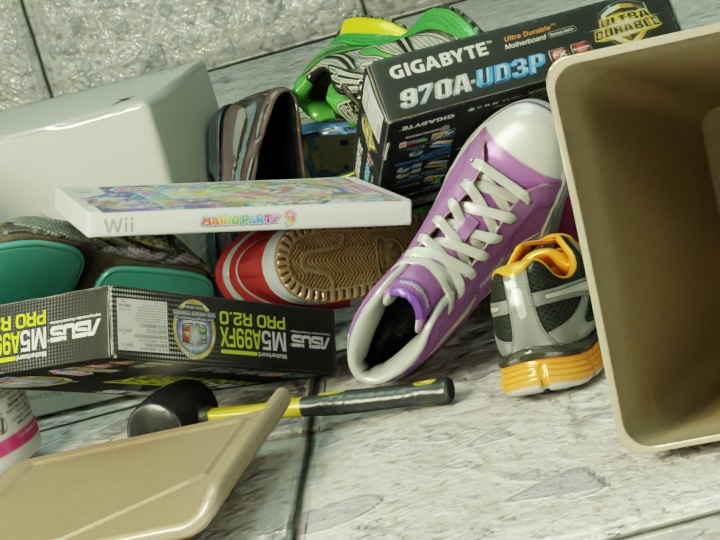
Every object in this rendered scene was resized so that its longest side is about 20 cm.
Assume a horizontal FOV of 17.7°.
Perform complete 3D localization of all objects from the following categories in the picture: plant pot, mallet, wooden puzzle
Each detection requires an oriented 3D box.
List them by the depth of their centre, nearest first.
[{"bbox_3d":[0.231,-0.032,1.191,0.199,0.200,0.177,-11,2,21],"label":"plant pot"},{"bbox_3d":[-0.144,0.132,1.294,0.200,0.037,0.185,-18,11,16],"label":"wooden puzzle"},{"bbox_3d":[-0.039,0.080,1.395,0.200,0.041,0.066,-8,9,11],"label":"mallet"}]

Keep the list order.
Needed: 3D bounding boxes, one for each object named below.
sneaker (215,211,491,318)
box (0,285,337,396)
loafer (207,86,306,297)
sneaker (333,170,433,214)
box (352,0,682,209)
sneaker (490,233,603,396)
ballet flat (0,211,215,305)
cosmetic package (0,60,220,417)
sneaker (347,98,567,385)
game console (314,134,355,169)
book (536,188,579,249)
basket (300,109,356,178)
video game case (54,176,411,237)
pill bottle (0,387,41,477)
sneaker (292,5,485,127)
[{"bbox_3d":[0.000,0.000,1.532,0.200,0.071,0.112,4,-8,-35],"label":"sneaker"},{"bbox_3d":[-0.137,0.047,1.444,0.160,0.044,0.200,-10,-12,39],"label":"box"},{"bbox_3d":[-0.064,-0.038,1.601,0.063,0.200,0.072,-30,-34,34],"label":"loafer"},{"bbox_3d":[0.063,-0.044,1.599,0.200,0.084,0.074,-14,10,-8],"label":"sneaker"},{"bbox_3d":[0.099,-0.106,1.489,0.200,0.046,0.159,-16,-19,-8],"label":"box"},{"bbox_3d":[0.121,0.012,1.386,0.078,0.077,0.200,-15,10,14],"label":"sneaker"},{"bbox_3d":[-0.187,-0.004,1.481,0.200,0.072,0.072,8,-7,-41],"label":"ballet flat"},{"bbox_3d":[-0.177,-0.025,1.647,0.165,0.200,0.165,-12,12,14],"label":"cosmetic package"},{"bbox_3d":[0.060,-0.011,1.394,0.201,0.073,0.114,-58,-5,12],"label":"sneaker"},{"bbox_3d":[-0.020,-0.084,1.873,0.200,0.119,0.171,-15,7,18],"label":"game console"},{"bbox_3d":[0.180,-0.067,1.531,0.133,0.048,0.200,-22,-18,-10],"label":"book"},{"bbox_3d":[0.009,-0.052,1.697,0.176,0.139,0.200,-5,46,6],"label":"basket"},{"bbox_3d":[-0.083,-0.041,1.451,0.200,0.018,0.143,-3,9,-15],"label":"video game case"},{"bbox_3d":[-0.289,0.041,1.478,0.113,0.200,0.113,-19,10,4],"label":"pill bottle"},{"bbox_3d":[0.031,-0.127,1.599,0.085,0.078,0.200,-47,26,-26],"label":"sneaker"}]
